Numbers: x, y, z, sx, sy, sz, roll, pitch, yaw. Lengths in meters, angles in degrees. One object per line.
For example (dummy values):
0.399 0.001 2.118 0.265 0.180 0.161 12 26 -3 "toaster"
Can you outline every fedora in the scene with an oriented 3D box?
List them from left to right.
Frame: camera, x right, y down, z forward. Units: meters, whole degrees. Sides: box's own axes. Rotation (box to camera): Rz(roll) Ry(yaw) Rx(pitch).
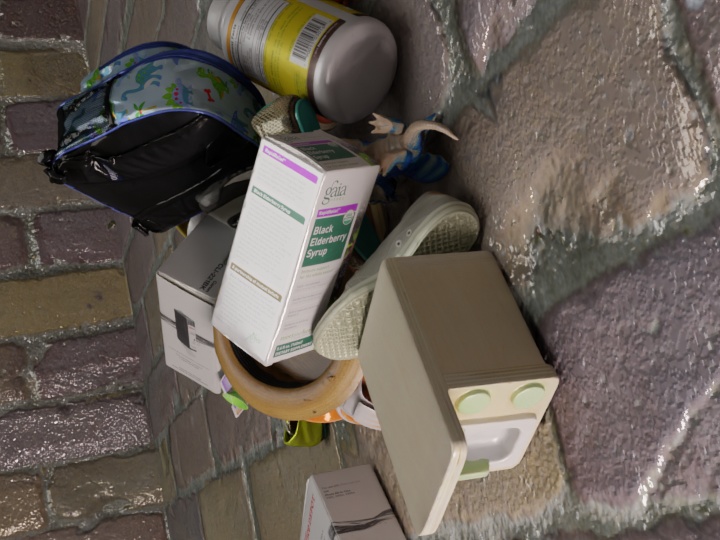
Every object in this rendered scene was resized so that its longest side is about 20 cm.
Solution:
-0.059 0.057 1.075 0.201 0.082 0.201 2 93 33 "fedora"

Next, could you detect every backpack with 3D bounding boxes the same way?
-0.201 -0.152 1.110 0.200 0.183 0.147 -18 58 28 "backpack"

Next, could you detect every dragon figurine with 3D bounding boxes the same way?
0.045 -0.111 0.978 0.200 0.099 0.059 -26 74 51 "dragon figurine"

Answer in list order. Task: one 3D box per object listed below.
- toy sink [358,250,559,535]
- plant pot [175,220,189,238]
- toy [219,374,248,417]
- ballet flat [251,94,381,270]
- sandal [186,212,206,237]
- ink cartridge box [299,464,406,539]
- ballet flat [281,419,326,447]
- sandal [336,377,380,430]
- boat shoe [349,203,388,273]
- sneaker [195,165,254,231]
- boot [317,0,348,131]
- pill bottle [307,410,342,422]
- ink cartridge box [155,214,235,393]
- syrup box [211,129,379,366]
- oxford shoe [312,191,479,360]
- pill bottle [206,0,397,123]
0.084 0.100 0.882 0.130 0.112 0.200 103 156 -44 "toy sink"
-0.139 -0.113 1.315 0.200 0.142 0.200 27 146 21 "plant pot"
-0.097 0.087 1.300 0.047 0.200 0.115 27 156 19 "toy"
-0.047 -0.076 1.040 0.200 0.075 0.068 62 -152 -17 "ballet flat"
-0.208 -0.016 1.295 0.082 0.050 0.203 -64 -8 -47 "sandal"
0.001 0.351 1.233 0.200 0.084 0.146 -119 29 -44 "ink cartridge box"
-0.086 0.145 1.417 0.067 0.067 0.200 -156 61 -67 "ballet flat"
0.028 0.121 1.085 0.207 0.079 0.059 112 147 -50 "sandal"
0.000 -0.001 1.130 0.072 0.068 0.200 139 121 -66 "boat shoe"
-0.093 -0.056 1.092 0.074 0.200 0.079 -26 71 24 "sneaker"
-0.047 -0.259 1.163 0.107 0.075 0.200 154 108 -64 "boot"
-0.046 0.075 1.227 0.106 0.106 0.200 -143 48 -62 "pill bottle"
-0.162 0.028 1.237 0.084 0.144 0.200 27 146 12 "ink cartridge box"
-0.062 -0.022 0.960 0.081 0.079 0.200 34 118 28 "syrup box"
0.029 0.005 0.963 0.200 0.075 0.058 -48 37 18 "oxford shoe"
-0.066 -0.231 1.074 0.200 0.109 0.109 32 130 35 "pill bottle"
